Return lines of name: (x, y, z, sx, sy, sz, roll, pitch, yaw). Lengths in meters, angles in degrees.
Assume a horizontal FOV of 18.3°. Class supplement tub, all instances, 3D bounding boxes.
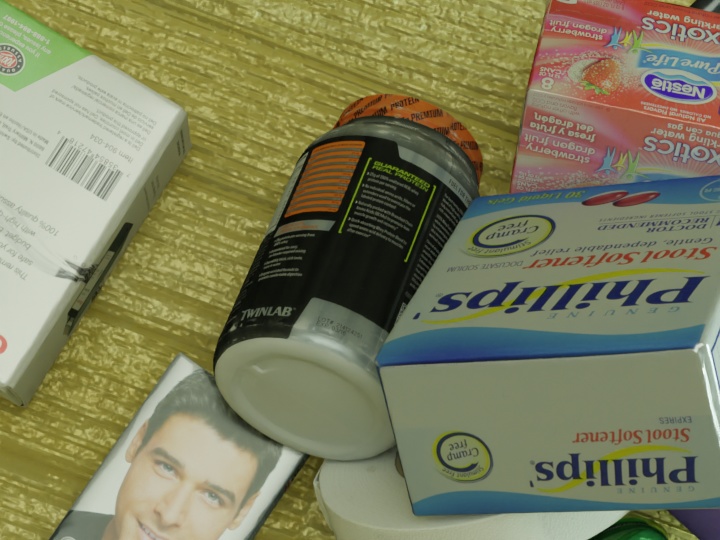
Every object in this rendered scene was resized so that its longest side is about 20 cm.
supplement tub: (0.000, 0.000, 1.317, 0.122, 0.123, 0.201, 22, 56, 2)

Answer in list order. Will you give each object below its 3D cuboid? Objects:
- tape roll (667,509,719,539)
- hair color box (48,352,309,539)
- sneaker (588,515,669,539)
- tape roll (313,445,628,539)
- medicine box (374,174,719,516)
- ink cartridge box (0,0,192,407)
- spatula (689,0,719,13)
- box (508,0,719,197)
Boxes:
tape roll: (0.262, 0.082, 1.287, 0.085, 0.200, 0.200, 42, 80, -5)
hair color box: (-0.124, 0.161, 1.333, 0.099, 0.061, 0.201, 33, 78, 5)
sneaker: (0.118, 0.228, 1.317, 0.074, 0.084, 0.201, 31, 80, 4)
tape roll: (0.074, 0.111, 1.286, 0.202, 0.203, 0.037, -21, 110, -6)
medicine box: (0.129, 0.039, 1.220, 0.181, 0.200, 0.104, -5, 116, 23)
ink cartridge box: (-0.215, -0.041, 1.358, 0.145, 0.084, 0.201, 31, 79, 5)
spatula: (0.255, -0.198, 1.441, 0.200, 0.021, 0.057, -42, 83, -9)
box: (0.195, -0.084, 1.306, 0.199, 0.095, 0.103, 12, 47, 4)
